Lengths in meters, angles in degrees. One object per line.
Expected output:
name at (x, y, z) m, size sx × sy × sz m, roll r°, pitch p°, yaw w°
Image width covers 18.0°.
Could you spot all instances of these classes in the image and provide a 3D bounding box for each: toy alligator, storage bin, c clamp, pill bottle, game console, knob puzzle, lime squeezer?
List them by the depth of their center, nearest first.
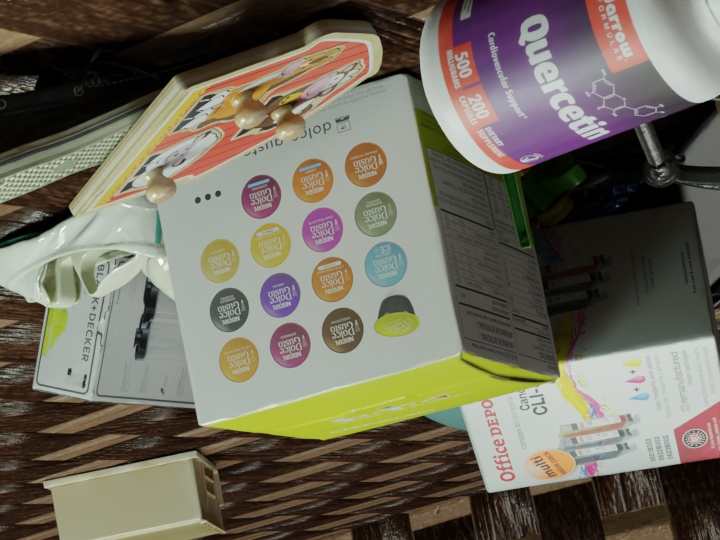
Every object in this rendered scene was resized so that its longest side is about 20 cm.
pill bottle at (0.140, -0.135, 1.309) m, size 0.199 × 0.113 × 0.112 m, roll -20°, pitch 165°, yaw 33°
knob puzzle at (-0.061, -0.092, 1.385) m, size 0.219 × 0.031 × 0.220 m, roll -29°, pitch 171°, yaw -5°
lime squeezer at (0.083, -0.105, 1.518) m, size 0.038 × 0.071 × 0.200 m, roll 1°, pitch 142°, yaw 19°
c clamp at (0.220, -0.103, 1.580) m, size 0.170 × 0.027 × 0.200 m, roll -4°, pitch 153°, yaw 24°
toy alligator at (0.109, -0.057, 1.778) m, size 0.200 × 0.059 × 0.054 m, roll -26°, pitch -158°, yaw 46°
game console at (0.293, -0.067, 1.803) m, size 0.200 × 0.116 × 0.176 m, roll -49°, pitch 179°, yaw 29°
storage bin at (-0.286, 0.308, 2.948) m, size 0.199 × 0.094 × 0.199 m, roll -12°, pitch 168°, yaw 3°

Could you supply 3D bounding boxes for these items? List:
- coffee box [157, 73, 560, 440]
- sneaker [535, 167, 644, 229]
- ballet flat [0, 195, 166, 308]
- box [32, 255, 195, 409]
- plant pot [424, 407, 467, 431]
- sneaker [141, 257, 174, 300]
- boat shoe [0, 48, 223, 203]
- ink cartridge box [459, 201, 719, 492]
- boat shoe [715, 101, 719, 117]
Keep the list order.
coffee box at (0.000, 0.000, 1.585) m, size 0.199 × 0.199 × 0.200 m, roll -16°, pitch 167°, yaw 21°
sneaker at (0.209, -0.055, 1.874) m, size 0.199 × 0.075 × 0.087 m, roll -8°, pitch -167°, yaw -30°
ballet flat at (-0.212, -0.007, 1.673) m, size 0.200 × 0.070 × 0.069 m, roll -22°, pitch 164°, yaw 41°
box at (-0.172, 0.048, 1.820) m, size 0.060 × 0.117 × 0.200 m, roll 9°, pitch 180°, yaw 29°
plant pot at (0.110, 0.048, 1.933) m, size 0.160 × 0.202 × 0.201 m, roll 0°, pitch 165°, yaw -17°
sneaker at (-0.099, 0.018, 1.742) m, size 0.070 × 0.093 × 0.200 m, roll -49°, pitch 158°, yaw -6°
boat shoe at (-0.164, -0.095, 1.342) m, size 0.199 × 0.062 × 0.075 m, roll -23°, pitch 169°, yaw -26°
ink cartridge box at (0.173, 0.060, 1.734) m, size 0.199 × 0.145 × 0.146 m, roll -10°, pitch 136°, yaw 10°
boat shoe at (0.350, -0.141, 1.597) m, size 0.199 × 0.072 × 0.076 m, roll -15°, pitch -177°, yaw 21°
